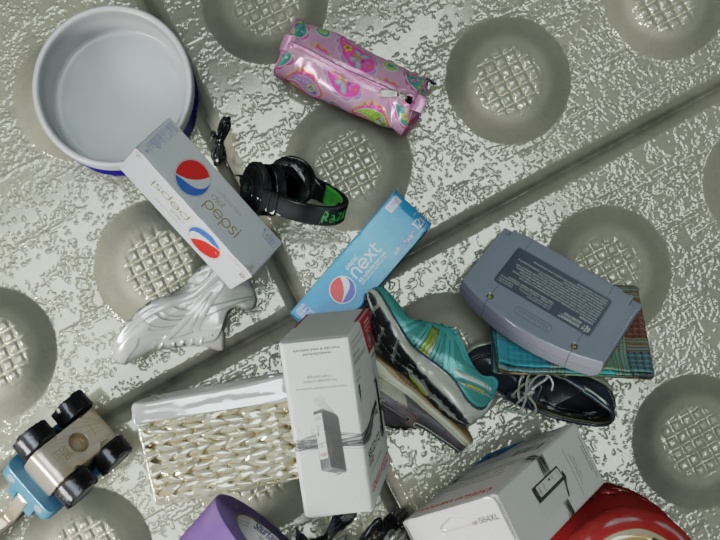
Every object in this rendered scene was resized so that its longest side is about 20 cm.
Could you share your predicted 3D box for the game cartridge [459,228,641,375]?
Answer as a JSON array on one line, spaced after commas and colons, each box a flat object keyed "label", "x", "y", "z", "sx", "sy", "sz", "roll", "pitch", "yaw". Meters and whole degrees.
[{"label": "game cartridge", "x": 0.227, "y": 0.039, "z": 1.251, "sx": 0.198, "sy": 0.042, "sz": 0.133, "roll": 31, "pitch": 60, "yaw": 18}]

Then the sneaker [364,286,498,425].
[{"label": "sneaker", "x": 0.082, "y": 0.094, "z": 1.230, "sx": 0.080, "sy": 0.078, "sz": 0.200, "roll": -42, "pitch": 86, "yaw": -20}]

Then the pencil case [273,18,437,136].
[{"label": "pencil case", "x": -0.008, "y": -0.243, "z": 1.295, "sx": 0.198, "sy": 0.087, "sz": 0.089, "roll": 26, "pitch": 85, "yaw": 2}]

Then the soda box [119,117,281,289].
[{"label": "soda box", "x": -0.189, "y": -0.077, "z": 1.217, "sx": 0.200, "sy": 0.068, "sz": 0.064, "roll": 49, "pitch": 57, "yaw": -10}]

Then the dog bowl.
[{"label": "dog bowl", "x": -0.304, "y": -0.222, "z": 1.288, "sx": 0.196, "sy": 0.079, "sz": 0.204, "roll": 0, "pitch": 85, "yaw": -2}]

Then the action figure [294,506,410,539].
[{"label": "action figure", "x": 0.002, "y": 0.315, "z": 1.189, "sx": 0.119, "sy": 0.199, "sz": 0.103, "roll": 39, "pitch": 111, "yaw": 32}]

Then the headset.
[{"label": "headset", "x": -0.103, "y": -0.117, "z": 1.263, "sx": 0.198, "sy": 0.123, "sz": 0.095, "roll": 24, "pitch": 111, "yaw": 23}]

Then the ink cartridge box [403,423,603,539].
[{"label": "ink cartridge box", "x": 0.166, "y": 0.267, "z": 1.176, "sx": 0.145, "sy": 0.199, "sz": 0.085, "roll": -29, "pitch": 87, "yaw": 41}]

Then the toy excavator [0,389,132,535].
[{"label": "toy excavator", "x": -0.393, "y": 0.268, "z": 1.239, "sx": 0.100, "sy": 0.200, "sz": 0.194, "roll": 45, "pitch": 41, "yaw": 3}]

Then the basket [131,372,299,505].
[{"label": "basket", "x": -0.159, "y": 0.198, "z": 1.228, "sx": 0.196, "sy": 0.136, "sz": 0.126, "roll": -11, "pitch": 87, "yaw": -2}]

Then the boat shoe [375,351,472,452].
[{"label": "boat shoe", "x": 0.048, "y": 0.164, "z": 1.271, "sx": 0.199, "sy": 0.072, "sz": 0.065, "roll": 38, "pitch": 96, "yaw": 0}]

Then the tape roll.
[{"label": "tape roll", "x": -0.121, "y": 0.359, "z": 1.180, "sx": 0.200, "sy": 0.200, "sz": 0.085, "roll": 43, "pitch": 88, "yaw": 2}]

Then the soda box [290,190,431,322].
[{"label": "soda box", "x": 0.000, "y": 0.000, "z": 1.281, "sx": 0.064, "sy": 0.068, "sz": 0.200, "roll": 42, "pitch": 86, "yaw": 2}]

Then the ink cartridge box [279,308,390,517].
[{"label": "ink cartridge box", "x": -0.026, "y": 0.160, "z": 1.175, "sx": 0.082, "sy": 0.144, "sz": 0.204, "roll": -5, "pitch": 99, "yaw": 11}]

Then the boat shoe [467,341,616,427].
[{"label": "boat shoe", "x": 0.221, "y": 0.146, "z": 1.271, "sx": 0.197, "sy": 0.062, "sz": 0.076, "roll": 22, "pitch": 112, "yaw": -1}]

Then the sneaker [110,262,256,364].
[{"label": "sneaker", "x": -0.214, "y": 0.068, "z": 1.269, "sx": 0.199, "sy": 0.078, "sz": 0.100, "roll": -35, "pitch": 90, "yaw": -3}]

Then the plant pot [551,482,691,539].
[{"label": "plant pot", "x": 0.303, "y": 0.361, "z": 1.204, "sx": 0.196, "sy": 0.183, "sz": 0.204, "roll": 0, "pitch": 85, "yaw": -4}]

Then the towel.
[{"label": "towel", "x": 0.256, "y": 0.068, "z": 1.268, "sx": 0.196, "sy": 0.022, "sz": 0.148, "roll": 3, "pitch": 50, "yaw": -1}]
